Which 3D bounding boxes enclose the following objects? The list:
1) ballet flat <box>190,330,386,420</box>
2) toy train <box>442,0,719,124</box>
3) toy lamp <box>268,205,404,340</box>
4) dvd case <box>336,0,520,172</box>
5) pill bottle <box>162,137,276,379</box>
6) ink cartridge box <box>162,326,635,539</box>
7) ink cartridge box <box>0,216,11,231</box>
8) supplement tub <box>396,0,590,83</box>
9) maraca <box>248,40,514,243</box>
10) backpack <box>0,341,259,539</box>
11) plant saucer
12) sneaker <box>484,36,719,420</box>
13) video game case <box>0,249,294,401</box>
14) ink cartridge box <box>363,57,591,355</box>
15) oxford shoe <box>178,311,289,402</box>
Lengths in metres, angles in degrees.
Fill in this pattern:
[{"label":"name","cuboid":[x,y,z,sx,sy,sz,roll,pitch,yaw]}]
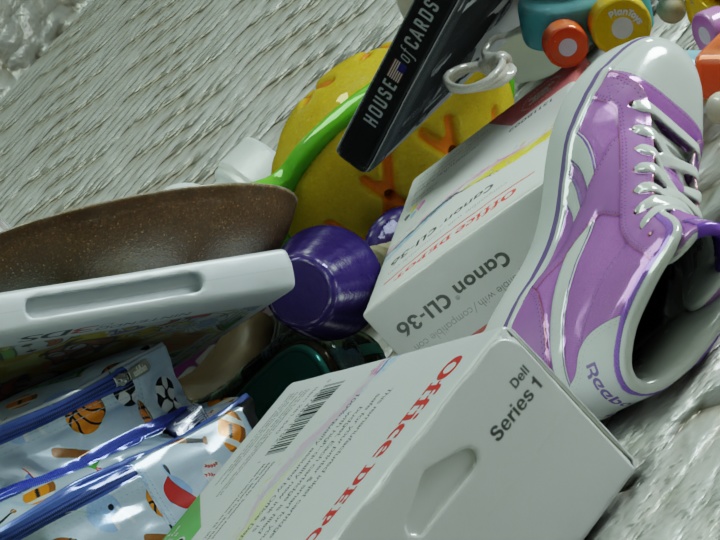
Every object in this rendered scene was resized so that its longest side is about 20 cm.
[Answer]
[{"label":"ballet flat","cuboid":[-0.059,0.088,1.540,0.200,0.074,0.074,-32,18,37]},{"label":"toy train","cuboid":[0.140,-0.123,1.425,0.200,0.056,0.150,5,27,33]},{"label":"toy lamp","cuboid":[0.000,0.000,1.491,0.058,0.058,0.200,-40,-5,18]},{"label":"dvd case","cuboid":[0.071,-0.149,1.484,0.200,0.025,0.150,-46,-10,-42]},{"label":"pill bottle","cuboid":[-0.104,0.021,1.745,0.200,0.112,0.112,-47,13,-8]},{"label":"ink cartridge box","cuboid":[-0.001,0.111,1.220,0.145,0.084,0.200,-50,14,-24]},{"label":"ink cartridge box","cuboid":[-0.245,0.068,1.823,0.176,0.200,0.084,-43,13,0]},{"label":"supplement tub","cuboid":[0.106,-0.213,1.758,0.145,0.145,0.200,-34,17,37]},{"label":"maraca","cuboid":[0.000,-0.052,1.634,0.200,0.107,0.137,-35,-31,-5]},{"label":"backpack","cuboid":[-0.141,0.130,1.379,0.200,0.154,0.190,-33,3,41]},{"label":"plant saucer","cuboid":[-0.123,0.007,1.441,0.200,0.037,0.200,-14,-10,-3]},{"label":"sneaker","cuboid":[0.129,-0.022,1.268,0.114,0.073,0.201,-21,42,51]},{"label":"video game case","cuboid":[-0.151,0.040,1.412,0.182,0.023,0.200,-9,-12,-29]},{"label":"ink cartridge box","cuboid":[0.072,-0.012,1.415,0.116,0.068,0.200,-37,14,23]},{"label":"oxford shoe","cuboid":[-0.112,0.084,1.640,0.200,0.084,0.073,-49,12,-27]}]
